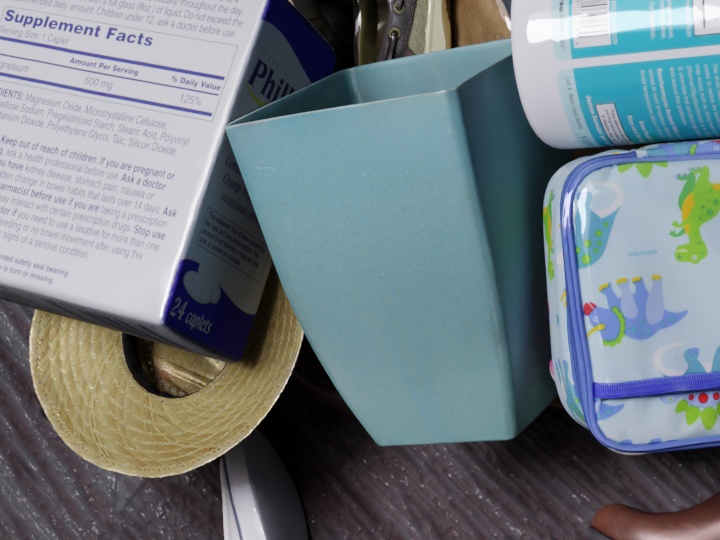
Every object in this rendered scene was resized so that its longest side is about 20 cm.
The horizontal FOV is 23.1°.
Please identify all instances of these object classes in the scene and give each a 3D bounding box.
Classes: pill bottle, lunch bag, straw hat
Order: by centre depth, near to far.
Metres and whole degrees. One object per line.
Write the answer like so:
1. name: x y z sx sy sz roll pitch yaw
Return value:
1. pill bottle: 0.185 -0.122 0.896 0.200 0.111 0.111 -2 75 22
2. lunch bag: 0.198 0.012 0.902 0.200 0.082 0.161 -4 93 -4
3. straw hat: -0.100 0.035 1.092 0.201 0.085 0.201 -7 72 21

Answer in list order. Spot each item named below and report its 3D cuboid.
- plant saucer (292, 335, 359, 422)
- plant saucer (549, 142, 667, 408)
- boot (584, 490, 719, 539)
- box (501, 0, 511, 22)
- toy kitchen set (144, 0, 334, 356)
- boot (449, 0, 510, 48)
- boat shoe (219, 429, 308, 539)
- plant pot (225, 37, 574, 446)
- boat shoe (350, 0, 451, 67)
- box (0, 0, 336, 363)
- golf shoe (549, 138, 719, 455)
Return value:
1. plant saucer: 0.000 0.000 1.119 0.200 0.034 0.201 2 93 38
2. plant saucer: 0.142 -0.012 1.079 0.200 0.029 0.200 -9 72 28
3. boot: 0.231 0.084 0.976 0.188 0.068 0.200 7 79 32
4. box: 0.200 -0.169 1.016 0.200 0.141 0.079 -18 94 25
5. toy kitchen set: -0.084 -0.077 1.201 0.200 0.163 0.181 -27 96 13
6. boot: 0.073 -0.215 1.157 0.075 0.074 0.200 -28 66 32
7. boat shoe: -0.065 0.201 1.116 0.066 0.072 0.200 -22 74 18
8. plant pot: 0.040 -0.011 0.980 0.141 0.141 0.200 -6 106 31
9. boat shoe: 0.019 -0.188 1.140 0.073 0.065 0.200 176 88 -68
10. box: -0.135 -0.069 1.030 0.184 0.105 0.200 14 81 27
11. golf shoe: 0.163 -0.001 0.983 0.075 0.091 0.200 2 68 45
